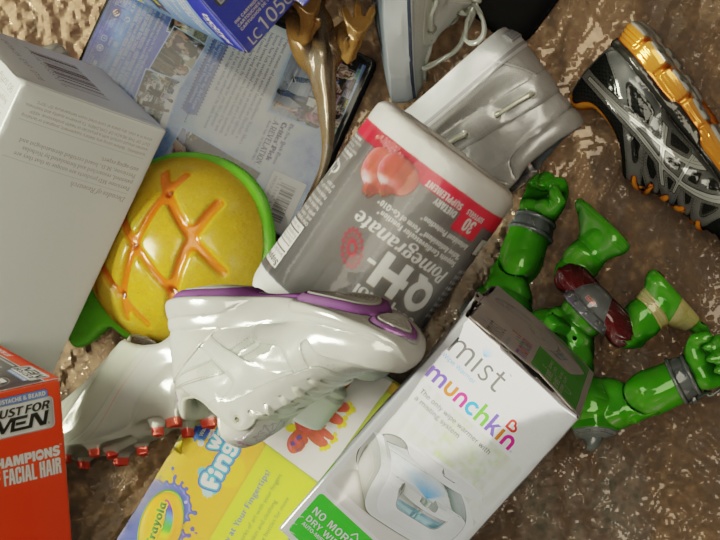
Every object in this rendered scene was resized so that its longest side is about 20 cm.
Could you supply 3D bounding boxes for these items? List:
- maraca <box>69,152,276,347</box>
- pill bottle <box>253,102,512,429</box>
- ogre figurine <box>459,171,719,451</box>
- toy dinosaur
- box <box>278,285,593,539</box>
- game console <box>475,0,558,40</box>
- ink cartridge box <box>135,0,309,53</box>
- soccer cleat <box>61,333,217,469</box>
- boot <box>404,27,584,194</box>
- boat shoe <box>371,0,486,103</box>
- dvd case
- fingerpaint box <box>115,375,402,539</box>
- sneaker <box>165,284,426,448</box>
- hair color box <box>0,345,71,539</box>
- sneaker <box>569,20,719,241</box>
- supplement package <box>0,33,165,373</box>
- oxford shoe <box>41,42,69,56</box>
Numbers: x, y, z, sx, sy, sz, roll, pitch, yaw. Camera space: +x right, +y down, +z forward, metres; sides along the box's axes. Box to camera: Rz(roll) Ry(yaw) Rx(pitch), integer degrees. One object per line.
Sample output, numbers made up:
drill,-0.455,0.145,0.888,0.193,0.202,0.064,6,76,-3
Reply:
maraca,-0.143,-0.011,1.563,0.199,0.107,0.138,-8,78,31
pill bottle,0.000,0.000,1.465,0.111,0.111,0.200,37,96,6
ogre figurine,0.152,0.033,1.536,0.120,0.098,0.200,-42,85,0
toy dinosaur,-0.027,-0.149,1.555,0.060,0.106,0.201,-7,74,-15
box,0.052,0.108,1.406,0.097,0.200,0.177,42,98,3
game console,0.090,-0.296,1.602,0.176,0.116,0.200,36,89,36
ink cartridge box,-0.086,-0.232,1.516,0.137,0.200,0.076,-49,127,-9
soccer cleat,-0.162,0.087,1.540,0.200,0.069,0.078,-22,68,45
boot,0.059,-0.069,1.548,0.200,0.074,0.096,-41,87,21
boat shoe,0.053,-0.191,1.520,0.086,0.202,0.075,-7,52,-4
dvd case,-0.106,-0.125,1.607,0.199,0.018,0.143,25,88,6
fingerpaint box,-0.048,0.149,1.558,0.166,0.073,0.201,31,87,5
sneaker,-0.038,0.060,1.364,0.199,0.075,0.100,1,88,43
hair color box,-0.237,0.158,1.460,0.064,0.111,0.201,-12,108,-30
sneaker,0.223,-0.073,1.555,0.077,0.078,0.201,-36,81,15
supplement package,-0.240,-0.044,1.522,0.117,0.117,0.201,17,105,-37
oxford shoe,-0.291,-0.099,1.595,0.200,0.075,0.058,-40,78,4
